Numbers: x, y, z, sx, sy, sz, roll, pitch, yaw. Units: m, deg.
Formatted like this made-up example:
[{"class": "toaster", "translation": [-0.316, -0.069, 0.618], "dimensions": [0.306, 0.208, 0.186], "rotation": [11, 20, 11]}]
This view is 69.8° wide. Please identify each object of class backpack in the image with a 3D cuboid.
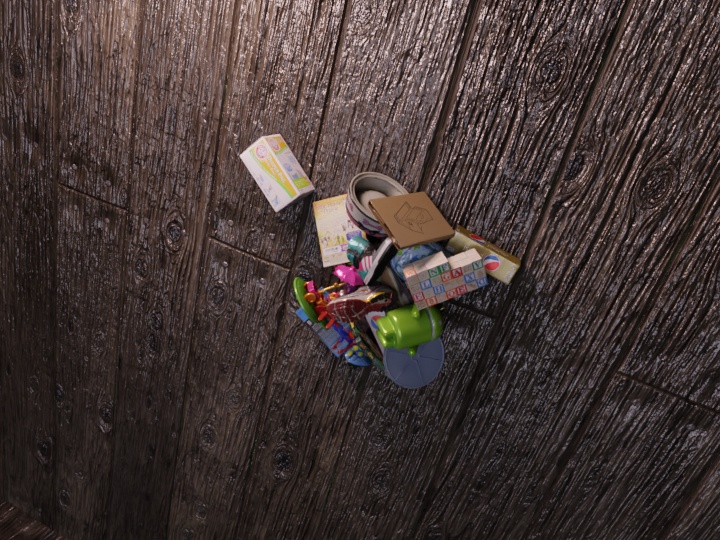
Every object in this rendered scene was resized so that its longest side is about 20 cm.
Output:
[{"class": "backpack", "translation": [0.174, -0.018, 1.444], "dimensions": [0.200, 0.154, 0.163], "rotation": [46, 114, 1]}]

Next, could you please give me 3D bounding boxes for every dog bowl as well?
[{"class": "dog bowl", "translation": [0.048, -0.177, 1.426], "dimensions": [0.200, 0.200, 0.074], "rotation": [39, 135, 4]}]

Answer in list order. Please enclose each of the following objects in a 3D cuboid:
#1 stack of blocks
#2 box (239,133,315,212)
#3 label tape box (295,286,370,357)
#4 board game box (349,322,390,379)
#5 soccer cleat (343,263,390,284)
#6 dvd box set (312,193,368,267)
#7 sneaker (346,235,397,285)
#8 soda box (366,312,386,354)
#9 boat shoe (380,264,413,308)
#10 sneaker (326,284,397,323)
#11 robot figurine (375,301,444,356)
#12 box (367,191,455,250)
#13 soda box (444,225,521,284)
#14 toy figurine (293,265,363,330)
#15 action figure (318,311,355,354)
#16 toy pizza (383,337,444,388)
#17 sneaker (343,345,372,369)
[{"class": "stack of blocks", "translation": [0.222, 0.013, 1.359], "dimensions": [0.200, 0.059, 0.115], "rotation": [-20, 122, 3]}, {"class": "box", "translation": [-0.245, -0.291, 1.536], "dimensions": [0.101, 0.112, 0.200], "rotation": [-31, 94, 26]}, {"class": "label tape box", "translation": [-0.087, 0.156, 1.655], "dimensions": [0.200, 0.063, 0.144], "rotation": [47, 115, 0]}, {"class": "board game box", "translation": [0.033, 0.240, 1.571], "dimensions": [0.023, 0.105, 0.200], "rotation": [-32, 127, 9]}, {"class": "soccer cleat", "translation": [0.000, 0.000, 1.570], "dimensions": [0.200, 0.065, 0.084], "rotation": [15, 115, 15]}, {"class": "dvd box set", "translation": [-0.055, -0.119, 1.521], "dimensions": [0.146, 0.029, 0.200], "rotation": [-13, 83, 14]}, {"class": "sneaker", "translation": [0.026, -0.056, 1.408], "dimensions": [0.121, 0.084, 0.200], "rotation": [49, 143, 13]}, {"class": "soda box", "translation": [0.078, 0.178, 1.601], "dimensions": [0.068, 0.064, 0.200], "rotation": [-21, 99, 25]}, {"class": "boat shoe", "translation": [0.118, 0.057, 1.525], "dimensions": [0.072, 0.065, 0.200], "rotation": [26, 147, 57]}, {"class": "sneaker", "translation": [0.001, 0.091, 1.469], "dimensions": [0.200, 0.082, 0.078], "rotation": [-11, 117, -10]}, {"class": "robot figurine", "translation": [0.147, 0.157, 1.474], "dimensions": [0.200, 0.116, 0.176], "rotation": [-13, 129, -15]}, {"class": "box", "translation": [0.137, -0.136, 1.371], "dimensions": [0.164, 0.200, 0.021], "rotation": [58, 140, 24]}, {"class": "soda box", "translation": [0.338, -0.044, 1.423], "dimensions": [0.200, 0.068, 0.064], "rotation": [31, 115, 9]}, {"class": "toy figurine", "translation": [-0.068, 0.067, 1.528], "dimensions": [0.184, 0.150, 0.200], "rotation": [-27, 125, 10]}, {"class": "action figure", "translation": [-0.070, 0.204, 1.539], "dimensions": [0.099, 0.200, 0.065], "rotation": [-49, 50, 1]}, {"class": "toy pizza", "translation": [0.160, 0.256, 1.566], "dimensions": [0.200, 0.032, 0.201], "rotation": [-1, 93, -17]}, {"class": "sneaker", "translation": [-0.007, 0.276, 1.590], "dimensions": [0.083, 0.200, 0.071], "rotation": [-38, 75, 10]}]
